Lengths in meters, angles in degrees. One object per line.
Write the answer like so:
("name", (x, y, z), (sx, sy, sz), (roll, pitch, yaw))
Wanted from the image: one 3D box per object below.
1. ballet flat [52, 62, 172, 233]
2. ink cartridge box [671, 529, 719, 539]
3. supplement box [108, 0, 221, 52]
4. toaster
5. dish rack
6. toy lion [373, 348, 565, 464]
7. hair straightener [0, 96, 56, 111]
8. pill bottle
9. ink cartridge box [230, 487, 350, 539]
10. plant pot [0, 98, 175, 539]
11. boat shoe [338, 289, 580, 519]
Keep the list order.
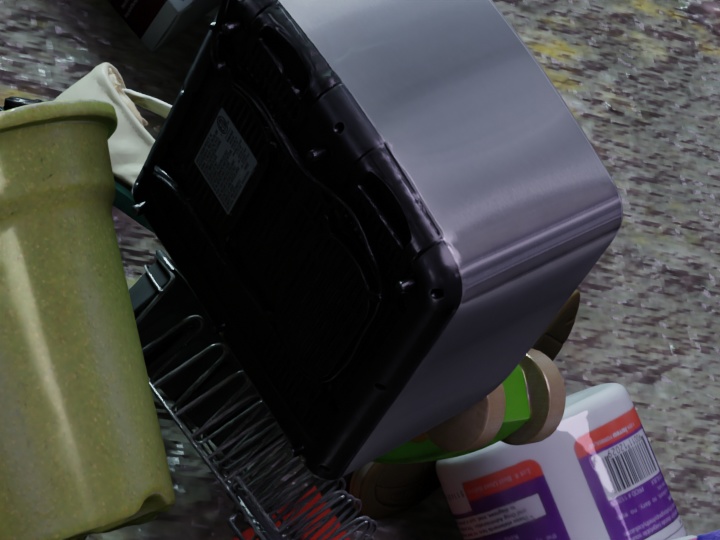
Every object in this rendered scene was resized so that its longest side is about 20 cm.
("ballet flat", (-0.078, -0.033, 1.353), (0.200, 0.070, 0.069), (41, 39, 18))
("ink cartridge box", (0.126, 0.191, 1.340), (0.199, 0.037, 0.095), (-11, 84, -25))
("supplement box", (-0.135, -0.237, 1.527), (0.109, 0.061, 0.200), (-40, 88, -27))
("toaster", (0.002, -0.037, 1.203), (0.118, 0.200, 0.181), (-23, 69, -33))
("dish rack", (-0.042, 0.097, 1.303), (0.200, 0.054, 0.153), (51, 1, 41))
("toy lion", (0.000, 0.000, 1.361), (0.068, 0.191, 0.201), (-4, 82, -47))
("hair straightener", (-0.179, -0.079, 1.410), (0.199, 0.041, 0.077), (1, 61, -41))
("pill bottle", (0.125, 0.171, 1.423), (0.111, 0.111, 0.201), (-21, 89, -47))
("ink cartridge box", (0.015, 0.201, 1.362), (0.109, 0.050, 0.200), (-30, 83, -48))
("plant pot", (-0.174, 0.044, 1.231), (0.200, 0.200, 0.185), (-16, 82, -46))
("boat shoe", (0.043, 0.061, 1.485), (0.066, 0.072, 0.201), (31, 50, 24))
